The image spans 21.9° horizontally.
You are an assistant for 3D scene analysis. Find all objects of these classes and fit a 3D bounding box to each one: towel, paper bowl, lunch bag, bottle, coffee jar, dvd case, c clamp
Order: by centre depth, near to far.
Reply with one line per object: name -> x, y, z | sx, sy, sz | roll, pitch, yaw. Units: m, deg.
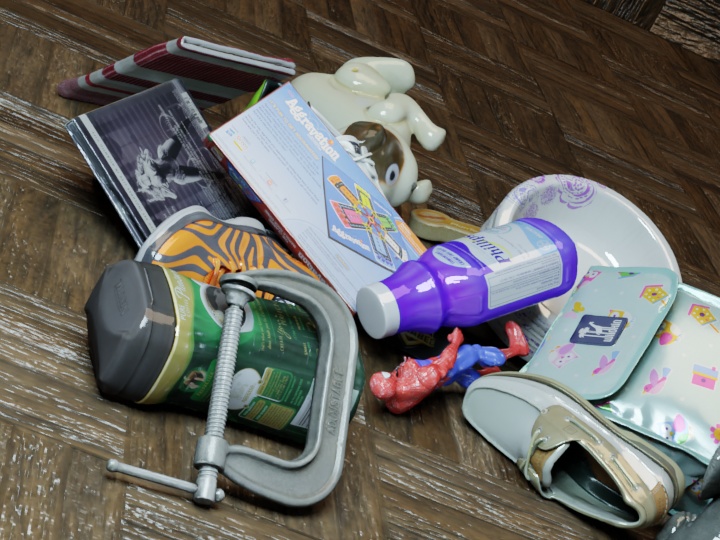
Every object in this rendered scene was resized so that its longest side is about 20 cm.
c clamp -> -0.074, 0.079, 1.293 | 0.171, 0.027, 0.200 | 28, 57, -24
coffee jar -> -0.102, 0.061, 1.364 | 0.200, 0.085, 0.104 | 17, 30, -28
lunch bag -> 0.249, 0.094, 1.609 | 0.200, 0.122, 0.170 | 28, 58, 10
bottle -> 0.091, 0.010, 1.609 | 0.200, 0.065, 0.084 | -17, 31, -29
dvd case -> -0.167, -0.086, 1.624 | 0.149, 0.016, 0.200 | 59, 26, -3
paper bowl -> 0.196, 0.016, 1.769 | 0.201, 0.104, 0.201 | 14, 53, -19
towel -> -0.177, -0.186, 1.786 | 0.144, 0.023, 0.200 | 8, -14, -42

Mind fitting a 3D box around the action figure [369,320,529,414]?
action figure -> 0.068, 0.081, 1.557 | 0.200, 0.065, 0.052 | -16, 72, -56

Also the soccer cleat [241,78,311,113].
soccer cleat -> -0.065, -0.110, 1.705 | 0.068, 0.081, 0.200 | 12, 25, -31

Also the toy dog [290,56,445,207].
toy dog -> -0.006, -0.132, 1.893 | 0.194, 0.140, 0.200 | 18, 24, -24

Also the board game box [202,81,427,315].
board game box -> -0.037, -0.062, 1.622 | 0.103, 0.019, 0.200 | -37, 86, -33

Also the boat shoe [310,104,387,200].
boat shoe -> -0.022, -0.096, 1.750 | 0.074, 0.065, 0.200 | 8, 26, -45

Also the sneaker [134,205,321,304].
sneaker -> -0.097, 0.005, 1.520 | 0.112, 0.078, 0.200 | 35, 21, 22

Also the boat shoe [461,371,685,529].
boat shoe -> 0.164, 0.145, 1.515 | 0.200, 0.075, 0.068 | 25, 29, 24

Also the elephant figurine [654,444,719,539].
elephant figurine -> 0.319, 0.179, 1.449 | 0.141, 0.200, 0.155 | 22, 21, -16

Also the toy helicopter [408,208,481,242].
toy helicopter -> 0.148, -0.029, 1.936 | 0.200, 0.079, 0.132 | 18, 25, 11

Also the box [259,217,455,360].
box -> 0.000, 0.000, 1.704 | 0.200, 0.046, 0.159 | 27, 20, 0
